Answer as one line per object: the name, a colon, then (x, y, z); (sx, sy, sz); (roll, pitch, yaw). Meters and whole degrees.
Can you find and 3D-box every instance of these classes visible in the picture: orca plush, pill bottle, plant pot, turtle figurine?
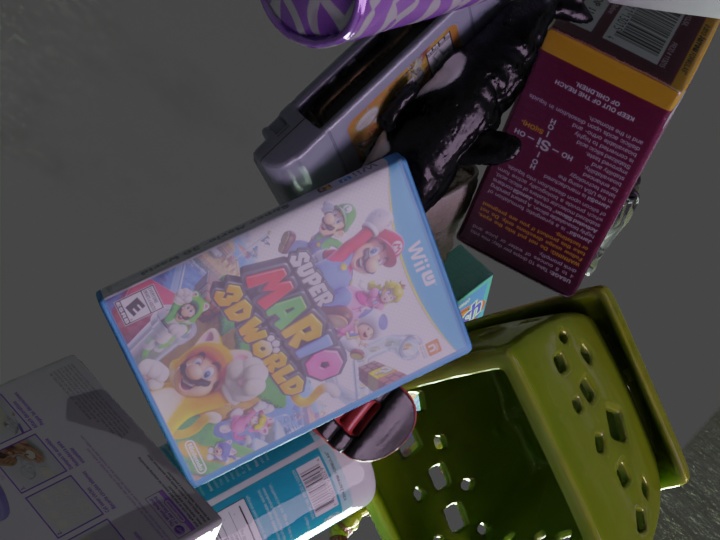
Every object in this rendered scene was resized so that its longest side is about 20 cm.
orca plush: (0.081, -0.094, 0.844); (0.200, 0.071, 0.105); (-43, 157, -11)
pill bottle: (-0.098, 0.163, 0.961); (0.200, 0.111, 0.111); (-26, 152, -17)
plant pot: (0.124, 0.128, 1.031); (0.199, 0.200, 0.181); (-19, -171, 43)
turtle figurine: (0.005, 0.217, 1.260); (0.200, 0.064, 0.161); (-50, -179, -16)

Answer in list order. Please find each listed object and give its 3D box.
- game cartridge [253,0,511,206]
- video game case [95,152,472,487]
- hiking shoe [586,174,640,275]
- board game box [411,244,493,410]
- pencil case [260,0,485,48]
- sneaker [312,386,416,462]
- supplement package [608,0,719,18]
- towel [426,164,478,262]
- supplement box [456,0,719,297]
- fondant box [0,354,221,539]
game cartridge: (0.024, -0.109, 0.856); (0.200, 0.042, 0.133); (-45, 153, -7)
video game case: (-0.041, 0.032, 0.820); (0.200, 0.018, 0.143); (-26, 116, -9)
hiking shoe: (0.209, -0.066, 1.221); (0.101, 0.076, 0.200); (-54, 167, -5)
board game box: (0.037, 0.087, 1.179); (0.152, 0.045, 0.200); (-35, 153, -26)
pencil case: (0.031, -0.176, 0.710); (0.200, 0.084, 0.086); (-25, 108, -44)
sneaker: (-0.054, 0.054, 0.883); (0.200, 0.087, 0.074); (39, 93, -28)
supplement package: (0.201, -0.251, 0.743); (0.117, 0.117, 0.200); (12, 92, -65)
towel: (0.000, 0.000, 0.990); (0.200, 0.034, 0.133); (-28, 152, -36)
supplement box: (0.166, -0.104, 0.985); (0.131, 0.103, 0.200); (-54, 168, -48)
fondant box: (-0.198, 0.144, 0.730); (0.200, 0.144, 0.058); (-24, 149, -44)
